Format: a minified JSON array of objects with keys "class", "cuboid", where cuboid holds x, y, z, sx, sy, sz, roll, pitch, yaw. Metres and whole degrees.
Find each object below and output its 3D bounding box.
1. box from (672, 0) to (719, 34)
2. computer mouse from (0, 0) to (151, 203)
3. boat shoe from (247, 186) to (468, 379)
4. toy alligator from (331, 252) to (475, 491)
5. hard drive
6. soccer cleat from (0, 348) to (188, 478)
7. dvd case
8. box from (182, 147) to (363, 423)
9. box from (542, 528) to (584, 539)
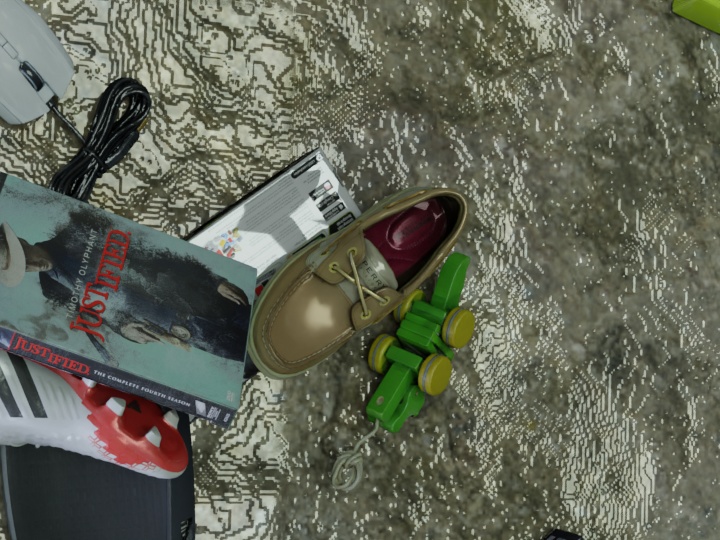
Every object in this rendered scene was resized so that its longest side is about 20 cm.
[{"class":"box","cuboid":[0.373,-0.242,1.188,0.198,0.048,0.124,21,81,-17]},{"class":"computer mouse","cuboid":[-0.241,-0.142,0.963,0.200,0.044,0.110,44,75,-13]},{"class":"boat shoe","cuboid":[0.000,0.000,0.984,0.200,0.066,0.074,-44,102,-27]},{"class":"toy alligator","cuboid":[0.038,0.082,1.049,0.202,0.059,0.054,-62,146,-12]},{"class":"hard drive","cuboid":[-0.183,0.126,0.948,0.133,0.042,0.203,-4,91,2]},{"class":"soccer cleat","cuboid":[-0.204,0.087,0.898,0.199,0.069,0.086,31,107,-1]},{"class":"dvd case","cuboid":[-0.167,0.016,0.910,0.198,0.022,0.147,21,37,-13]},{"class":"box","cuboid":[-0.082,0.011,1.016,0.199,0.035,0.111,-36,99,-18]},{"class":"box","cuboid":[0.161,0.331,1.078,0.157,0.050,0.201,-38,100,-17]}]
